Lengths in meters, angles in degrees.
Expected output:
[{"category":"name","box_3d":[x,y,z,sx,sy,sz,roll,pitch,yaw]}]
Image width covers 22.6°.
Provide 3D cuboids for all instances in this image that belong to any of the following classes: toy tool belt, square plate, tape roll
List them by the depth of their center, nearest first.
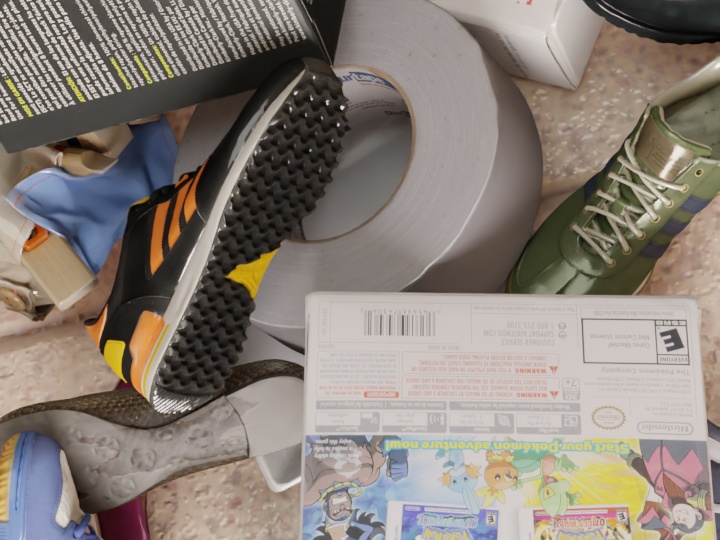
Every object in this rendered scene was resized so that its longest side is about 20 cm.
[{"category":"tape roll","box_3d":[-0.003,-0.053,0.996,0.200,0.066,0.201,-11,65,25]},{"category":"square plate","box_3d":[0.000,0.000,1.042,0.199,0.028,0.199,-30,62,5]},{"category":"toy tool belt","box_3d":[-0.158,-0.059,1.068,0.123,0.125,0.200,12,52,32]}]

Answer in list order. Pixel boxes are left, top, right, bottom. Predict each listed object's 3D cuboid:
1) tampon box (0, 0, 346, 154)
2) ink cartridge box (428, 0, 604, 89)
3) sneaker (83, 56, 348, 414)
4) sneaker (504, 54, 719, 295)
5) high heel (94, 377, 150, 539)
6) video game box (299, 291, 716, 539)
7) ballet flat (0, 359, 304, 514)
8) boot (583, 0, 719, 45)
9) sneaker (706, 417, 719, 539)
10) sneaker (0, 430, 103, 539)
[{"category":"tampon box","box_3d":[-0.120,-0.175,0.976,0.199,0.126,0.150,-12,40,18]},{"category":"ink cartridge box","box_3d":[0.055,-0.206,1.065,0.199,0.084,0.146,18,79,24]},{"category":"sneaker","box_3d":[-0.084,-0.030,0.939,0.090,0.070,0.201,33,103,32]},{"category":"sneaker","box_3d":[0.152,-0.049,0.958,0.200,0.090,0.067,-40,67,-12]},{"category":"high heel","box_3d":[-0.112,0.143,1.030,0.096,0.067,0.201,13,79,5]},{"category":"video game box","box_3d":[0.070,0.101,0.872,0.199,0.047,0.183,1,60,1]},{"category":"ballet flat","box_3d":[-0.116,0.087,0.991,0.199,0.046,0.068,-15,108,3]},{"category":"boot","box_3d":[0.220,-0.158,0.920,0.197,0.162,0.074,14,83,-5]},{"category":"sneaker","box_3d":[0.115,0.121,0.925,0.199,0.070,0.109,6,73,-6]},{"category":"sneaker","box_3d":[-0.135,0.176,0.950,0.088,0.075,0.201,-10,101,6]}]
